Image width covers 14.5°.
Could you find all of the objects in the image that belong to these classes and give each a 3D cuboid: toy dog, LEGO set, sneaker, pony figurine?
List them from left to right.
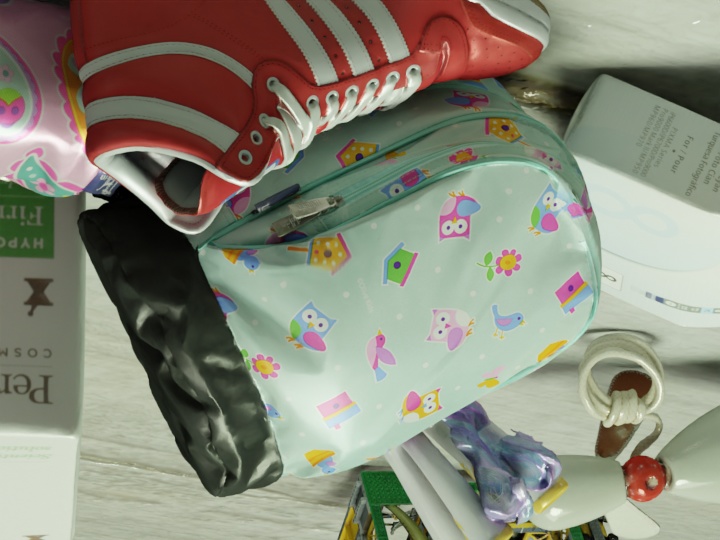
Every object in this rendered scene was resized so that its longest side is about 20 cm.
[{"bbox_3d":[-0.018,-0.068,1.113,0.200,0.113,0.071,5,161,-19],"label":"sneaker"},{"bbox_3d":[0.009,0.054,1.375,0.167,0.200,0.193,-41,172,-12],"label":"pony figurine"},{"bbox_3d":[0.067,0.216,1.889,0.200,0.154,0.116,-6,137,-24],"label":"LEGO set"},{"bbox_3d":[0.189,0.104,1.668,0.200,0.132,0.096,12,-170,-16],"label":"toy dog"}]

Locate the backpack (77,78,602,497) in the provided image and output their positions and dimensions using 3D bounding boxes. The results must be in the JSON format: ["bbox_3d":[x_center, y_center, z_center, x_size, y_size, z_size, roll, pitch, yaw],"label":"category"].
[{"bbox_3d":[0.000,0.000,1.196,0.200,0.127,0.167,-26,131,-9],"label":"backpack"}]

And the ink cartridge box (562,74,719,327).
[{"bbox_3d":[0.184,-0.004,1.292,0.200,0.047,0.160,26,163,10],"label":"ink cartridge box"}]

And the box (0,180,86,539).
[{"bbox_3d":[-0.224,0.023,1.274,0.199,0.172,0.200,1,161,-7],"label":"box"}]

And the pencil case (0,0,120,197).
[{"bbox_3d":[-0.190,-0.079,1.109,0.200,0.088,0.087,10,158,-28],"label":"pencil case"}]
